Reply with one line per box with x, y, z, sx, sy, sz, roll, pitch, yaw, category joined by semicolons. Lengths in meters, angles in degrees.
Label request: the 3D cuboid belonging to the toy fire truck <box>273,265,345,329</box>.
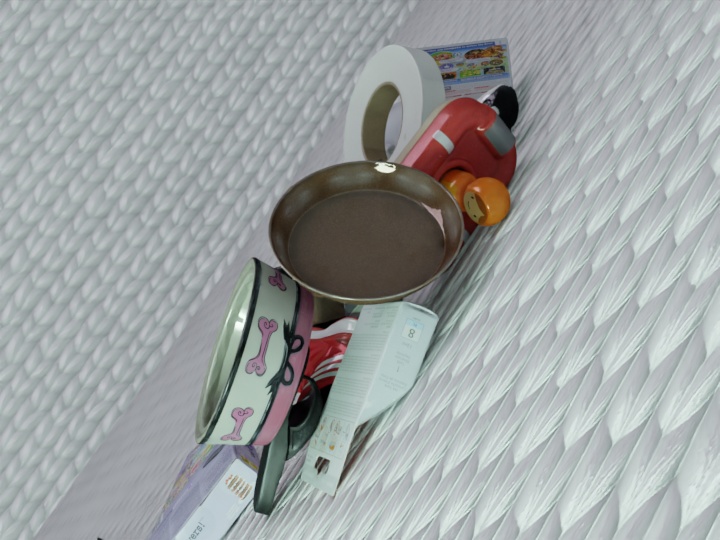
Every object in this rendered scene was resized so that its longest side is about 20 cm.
0.000;0.000;1.709;0.198;0.130;0.176;-16;3;-14;toy fire truck

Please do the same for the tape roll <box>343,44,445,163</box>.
0.040;-0.178;1.705;0.202;0.037;0.205;-22;64;58;tape roll

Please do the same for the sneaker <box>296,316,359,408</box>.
-0.059;0.127;1.569;0.116;0.078;0.200;-56;9;-32;sneaker

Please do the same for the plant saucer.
0.006;-0.034;1.390;0.035;0.198;0.201;86;-154;-45;plant saucer

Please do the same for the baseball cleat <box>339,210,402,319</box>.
0.004;-0.007;1.524;0.069;0.107;0.200;-16;-23;-6;baseball cleat

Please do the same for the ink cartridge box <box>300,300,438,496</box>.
0.007;0.131;1.396;0.160;0.047;0.202;171;120;-76;ink cartridge box

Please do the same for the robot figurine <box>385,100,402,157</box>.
0.083;-0.185;1.899;0.168;0.114;0.200;-20;3;-23;robot figurine

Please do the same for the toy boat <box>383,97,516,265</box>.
0.110;-0.083;1.487;0.201;0.130;0.130;-53;39;-9;toy boat

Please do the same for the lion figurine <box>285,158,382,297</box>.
-0.017;-0.054;1.606;0.199;0.123;0.073;-30;-19;-30;lion figurine

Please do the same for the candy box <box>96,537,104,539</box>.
-0.332;0.427;1.739;0.138;0.061;0.200;-66;12;-6;candy box

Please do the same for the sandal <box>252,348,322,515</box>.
-0.073;0.168;1.468;0.075;0.047;0.202;-101;24;-67;sandal

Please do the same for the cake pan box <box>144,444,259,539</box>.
-0.199;0.300;1.680;0.201;0.052;0.184;-53;7;-3;cake pan box

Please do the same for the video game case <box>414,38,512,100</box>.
0.128;-0.246;1.807;0.141;0.018;0.201;-6;36;7;video game case

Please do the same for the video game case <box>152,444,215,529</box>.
-0.232;0.284;1.993;0.143;0.018;0.200;-48;10;25;video game case

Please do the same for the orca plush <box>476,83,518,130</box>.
0.126;-0.134;1.668;0.199;0.105;0.072;-36;49;24;orca plush

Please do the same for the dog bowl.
-0.108;0.092;1.426;0.200;0.073;0.202;-163;90;-78;dog bowl
